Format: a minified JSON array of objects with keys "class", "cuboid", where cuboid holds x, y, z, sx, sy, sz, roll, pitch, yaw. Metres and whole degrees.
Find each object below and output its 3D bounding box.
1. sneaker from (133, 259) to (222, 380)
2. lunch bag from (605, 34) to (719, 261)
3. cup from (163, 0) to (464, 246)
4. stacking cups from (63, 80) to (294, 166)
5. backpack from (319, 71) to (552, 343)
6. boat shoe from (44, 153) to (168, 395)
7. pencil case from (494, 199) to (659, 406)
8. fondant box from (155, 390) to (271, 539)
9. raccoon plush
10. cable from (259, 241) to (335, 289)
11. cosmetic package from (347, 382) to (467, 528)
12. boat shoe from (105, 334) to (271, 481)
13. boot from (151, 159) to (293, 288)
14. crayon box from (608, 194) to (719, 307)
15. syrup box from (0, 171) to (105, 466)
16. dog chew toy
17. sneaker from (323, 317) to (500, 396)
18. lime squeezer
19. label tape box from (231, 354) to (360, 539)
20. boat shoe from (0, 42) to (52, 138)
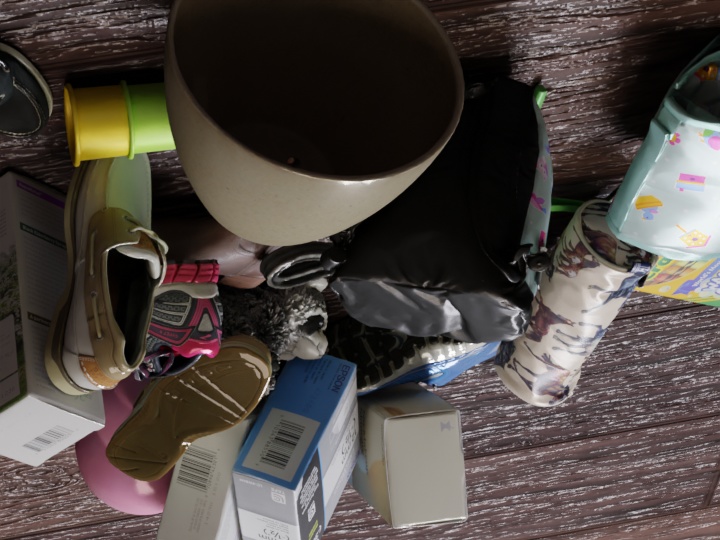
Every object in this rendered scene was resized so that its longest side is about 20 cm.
[{"class":"sneaker","cuboid":[-0.170,0.053,1.432,0.080,0.075,0.200,-1,163,-29]},{"class":"lunch bag","cuboid":[0.299,-0.097,1.449,0.199,0.122,0.171,-8,150,-18]},{"class":"cup","cuboid":[-0.047,-0.099,1.241,0.199,0.201,0.143,0,146,-20]},{"class":"stacking cups","cuboid":[-0.113,-0.116,1.338,0.199,0.061,0.061,-8,149,-16]},{"class":"backpack","cuboid":[0.069,-0.049,1.372,0.166,0.201,0.127,10,149,9]},{"class":"boat shoe","cuboid":[-0.173,-0.008,1.336,0.068,0.201,0.075,-12,154,35]},{"class":"pencil case","cuboid":[0.187,0.033,1.596,0.089,0.078,0.200,21,132,-7]},{"class":"fondant box","cuboid":[-0.110,0.185,1.655,0.058,0.145,0.200,17,-175,16]},{"class":"raccoon plush","cuboid":[-0.111,0.018,1.554,0.200,0.134,0.097,46,138,-19]},{"class":"cable","cuboid":[0.000,0.000,1.520,0.097,0.050,0.200,-31,165,22]},{"class":"cosmetic package","cuboid":[0.037,0.164,1.691,0.071,0.106,0.200,-6,-175,-11]},{"class":"boat shoe","cuboid":[-0.138,0.098,1.493,0.074,0.067,0.200,38,131,-19]},{"class":"boot","cuboid":[-0.086,-0.056,1.425,0.186,0.064,0.200,1,152,-45]},{"class":"crayon box","cuboid":[0.303,-0.028,1.623,0.199,0.052,0.126,11,141,-33]},{"class":"syrup box","cuboid":[-0.253,0.034,1.380,0.079,0.201,0.081,-31,143,28]},{"class":"dog chew toy","cuboid":[-0.187,0.127,1.639,0.124,0.125,0.200,-2,139,-17]},{"class":"sneaker","cuboid":[0.045,0.082,1.681,0.199,0.079,0.089,-16,146,5]},{"class":"lime squeezer","cuboid":[0.146,-0.076,1.504,0.070,0.038,0.200,-19,147,11]},{"class":"label tape box","cuboid":[-0.052,0.187,1.631,0.066,0.144,0.200,14,141,16]},{"class":"boat shoe","cuboid":[-0.277,-0.127,1.242,0.074,0.066,0.199,-22,147,15]}]
